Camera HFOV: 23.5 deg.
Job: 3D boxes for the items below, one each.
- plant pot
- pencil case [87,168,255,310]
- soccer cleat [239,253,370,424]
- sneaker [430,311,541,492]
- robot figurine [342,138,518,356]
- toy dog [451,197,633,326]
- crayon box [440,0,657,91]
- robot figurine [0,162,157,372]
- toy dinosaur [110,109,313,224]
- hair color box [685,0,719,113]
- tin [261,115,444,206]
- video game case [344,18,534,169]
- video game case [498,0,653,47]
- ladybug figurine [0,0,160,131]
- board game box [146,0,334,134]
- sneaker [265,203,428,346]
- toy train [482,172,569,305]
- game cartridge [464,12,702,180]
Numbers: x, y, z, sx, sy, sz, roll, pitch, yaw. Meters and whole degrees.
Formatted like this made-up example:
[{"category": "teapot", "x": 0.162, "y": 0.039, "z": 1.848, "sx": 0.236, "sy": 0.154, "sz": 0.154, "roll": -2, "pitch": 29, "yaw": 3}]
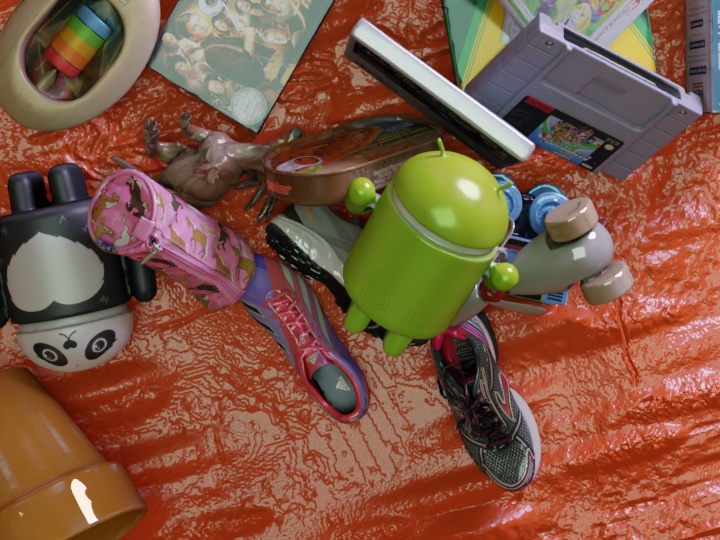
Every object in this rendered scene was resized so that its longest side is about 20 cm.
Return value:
[{"category": "plant pot", "x": -0.338, "y": 0.205, "z": 1.692, "sx": 0.199, "sy": 0.200, "sz": 0.184, "roll": -32, "pitch": 78, "yaw": 2}, {"category": "pencil case", "x": -0.177, "y": -0.027, "z": 1.649, "sx": 0.082, "sy": 0.200, "sz": 0.088, "roll": -6, "pitch": 71, "yaw": 25}, {"category": "soccer cleat", "x": -0.057, "y": 0.067, "z": 1.727, "sx": 0.066, "sy": 0.076, "sz": 0.201, "roll": -35, "pitch": 94, "yaw": 3}, {"category": "sneaker", "x": 0.116, "y": 0.132, "z": 1.726, "sx": 0.080, "sy": 0.075, "sz": 0.202, "roll": -23, "pitch": 98, "yaw": 18}, {"category": "robot figurine", "x": 0.058, "y": -0.021, "z": 1.562, "sx": 0.174, "sy": 0.116, "sz": 0.201, "roll": 30, "pitch": 120, "yaw": -1}, {"category": "toy dog", "x": 0.166, "y": -0.011, "z": 1.649, "sx": 0.198, "sy": 0.096, "sz": 0.133, "roll": 1, "pitch": 112, "yaw": 21}, {"category": "crayon box", "x": 0.185, "y": -0.235, "z": 1.712, "sx": 0.197, "sy": 0.058, "sz": 0.120, "roll": -10, "pitch": 94, "yaw": 1}, {"category": "robot figurine", "x": -0.291, "y": -0.001, "z": 1.696, "sx": 0.149, "sy": 0.124, "sz": 0.203, "roll": -6, "pitch": 96, "yaw": 43}, {"category": "toy dinosaur", "x": -0.152, "y": -0.092, "z": 1.714, "sx": 0.198, "sy": 0.135, "sz": 0.087, "roll": -11, "pitch": 66, "yaw": 29}, {"category": "hair color box", "x": 0.357, "y": -0.255, "z": 1.690, "sx": 0.060, "sy": 0.100, "sz": 0.203, "roll": -2, "pitch": 95, "yaw": -3}, {"category": "tin", "x": -0.005, "y": -0.107, "z": 1.668, "sx": 0.199, "sy": 0.111, "sz": 0.042, "roll": -21, "pitch": 113, "yaw": -36}, {"category": "video game case", "x": 0.072, "y": -0.166, "z": 1.655, "sx": 0.199, "sy": 0.182, "sz": 0.023, "roll": 36, "pitch": 90, "yaw": -3}, {"category": "video game case", "x": 0.209, "y": -0.295, "z": 1.607, "sx": 0.182, "sy": 0.022, "sz": 0.200, "roll": -45, "pitch": 133, "yaw": 2}, {"category": "ladybug figurine", "x": -0.275, "y": -0.226, "z": 1.703, "sx": 0.200, "sy": 0.072, "sz": 0.136, "roll": -44, "pitch": 95, "yaw": 5}, {"category": "board game box", "x": -0.109, "y": -0.257, "z": 1.722, "sx": 0.135, "sy": 0.035, "sz": 0.201, "roll": 30, "pitch": 94, "yaw": -2}, {"category": "sneaker", "x": 0.000, "y": 0.000, "z": 1.726, "sx": 0.200, "sy": 0.074, "sz": 0.080, "roll": 44, "pitch": 69, "yaw": -9}, {"category": "toy train", "x": 0.129, "y": -0.037, "z": 1.717, "sx": 0.197, "sy": 0.087, "sz": 0.116, "roll": 12, "pitch": 100, "yaw": -1}, {"category": "game cartridge", "x": 0.213, "y": -0.160, "z": 1.663, "sx": 0.198, "sy": 0.039, "sz": 0.130, "roll": 22, "pitch": 135, "yaw": -24}]
